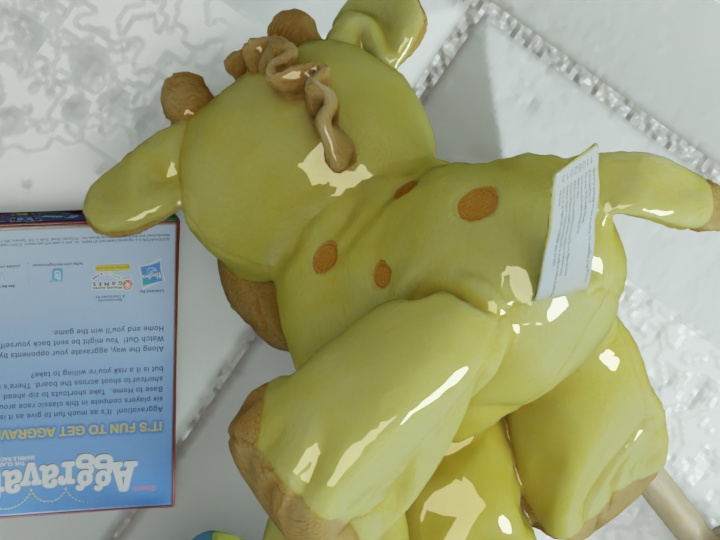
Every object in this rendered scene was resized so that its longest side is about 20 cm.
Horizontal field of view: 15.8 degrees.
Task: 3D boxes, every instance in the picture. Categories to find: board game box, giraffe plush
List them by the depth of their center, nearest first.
[{"bbox_3d":[0.000,0.000,0.824,0.172,0.162,0.201,-16,135,-38],"label":"giraffe plush"},{"bbox_3d":[-0.159,0.034,0.857,0.198,0.019,0.104,-2,105,-16],"label":"board game box"}]

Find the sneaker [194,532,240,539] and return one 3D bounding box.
[{"bbox_3d":[-0.025,0.179,0.885,0.130,0.080,0.201,-34,104,1],"label":"sneaker"}]

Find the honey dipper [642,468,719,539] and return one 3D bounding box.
[{"bbox_3d":[0.090,0.057,0.909,0.038,0.038,0.200,-38,99,1],"label":"honey dipper"}]
